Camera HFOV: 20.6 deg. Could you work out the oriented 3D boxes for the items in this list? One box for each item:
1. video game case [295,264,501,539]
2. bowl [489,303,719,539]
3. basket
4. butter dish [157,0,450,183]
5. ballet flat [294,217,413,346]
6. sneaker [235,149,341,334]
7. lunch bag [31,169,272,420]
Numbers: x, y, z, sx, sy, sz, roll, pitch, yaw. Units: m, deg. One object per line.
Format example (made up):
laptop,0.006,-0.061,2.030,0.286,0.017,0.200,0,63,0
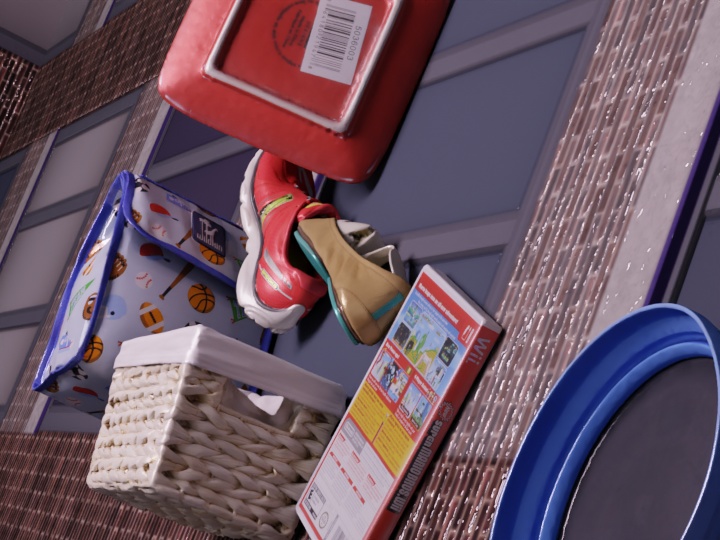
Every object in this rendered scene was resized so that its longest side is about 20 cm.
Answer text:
video game case,0.022,0.104,1.341,0.201,0.017,0.143,-62,19,7
bowl,0.134,0.116,1.002,0.201,0.039,0.202,-52,23,33
basket,-0.116,0.127,1.498,0.200,0.135,0.124,-15,54,66
butter dish,-0.045,-0.183,1.677,0.148,0.198,0.202,91,-157,-80
ballet flat,0.000,0.000,1.488,0.063,0.069,0.200,-34,25,1
sneaker,-0.049,-0.037,1.646,0.085,0.077,0.201,-36,39,33
lunch bag,-0.160,0.032,1.676,0.124,0.169,0.202,-30,38,53
